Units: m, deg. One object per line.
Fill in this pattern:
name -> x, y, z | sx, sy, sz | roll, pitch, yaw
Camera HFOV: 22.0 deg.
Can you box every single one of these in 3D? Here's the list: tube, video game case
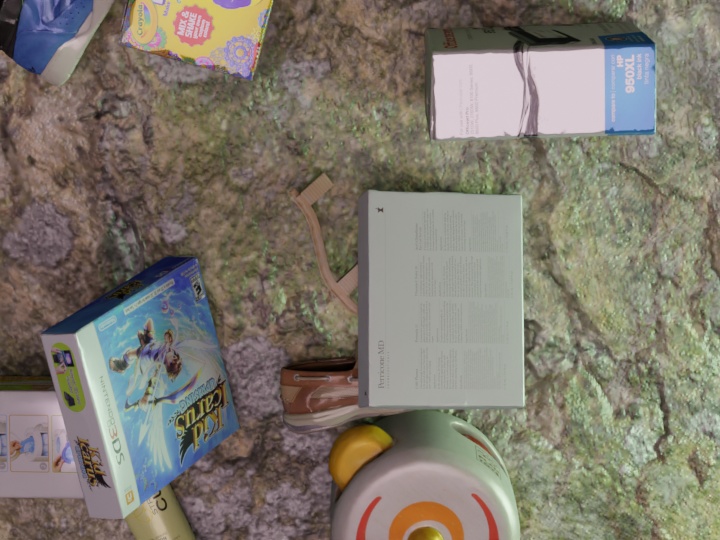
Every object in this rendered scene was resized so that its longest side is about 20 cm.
tube -> -0.215, 0.226, 1.838 | 0.058, 0.052, 0.201 | -31, 101, -32
video game case -> -0.200, 0.105, 1.725 | 0.045, 0.200, 0.183 | -1, 110, 32

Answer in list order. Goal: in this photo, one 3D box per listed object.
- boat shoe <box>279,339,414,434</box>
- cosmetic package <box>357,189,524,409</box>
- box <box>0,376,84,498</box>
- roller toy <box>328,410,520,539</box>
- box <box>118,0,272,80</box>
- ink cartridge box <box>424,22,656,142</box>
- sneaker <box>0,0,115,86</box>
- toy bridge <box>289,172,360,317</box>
boat shoe -> 0.016, 0.100, 1.787 | 0.198, 0.076, 0.072 | -15, 100, -1
cosmetic package -> 0.074, 0.028, 1.727 | 0.150, 0.052, 0.202 | 2, 83, -14
box -> -0.332, 0.157, 1.768 | 0.198, 0.112, 0.102 | 0, 94, 4
roller toy -> 0.061, 0.238, 1.793 | 0.181, 0.140, 0.202 | -2, 106, 0
box -> -0.122, -0.292, 1.608 | 0.121, 0.193, 0.201 | 15, 107, -5
ink cartridge box -> 0.158, -0.171, 1.669 | 0.198, 0.145, 0.085 | -2, 105, 0
sneaker -> -0.272, -0.275, 1.671 | 0.111, 0.077, 0.200 | 28, 111, -18
toy bridge -> 0.000, 0.000, 1.755 | 0.067, 0.027, 0.200 | -42, 94, -13
